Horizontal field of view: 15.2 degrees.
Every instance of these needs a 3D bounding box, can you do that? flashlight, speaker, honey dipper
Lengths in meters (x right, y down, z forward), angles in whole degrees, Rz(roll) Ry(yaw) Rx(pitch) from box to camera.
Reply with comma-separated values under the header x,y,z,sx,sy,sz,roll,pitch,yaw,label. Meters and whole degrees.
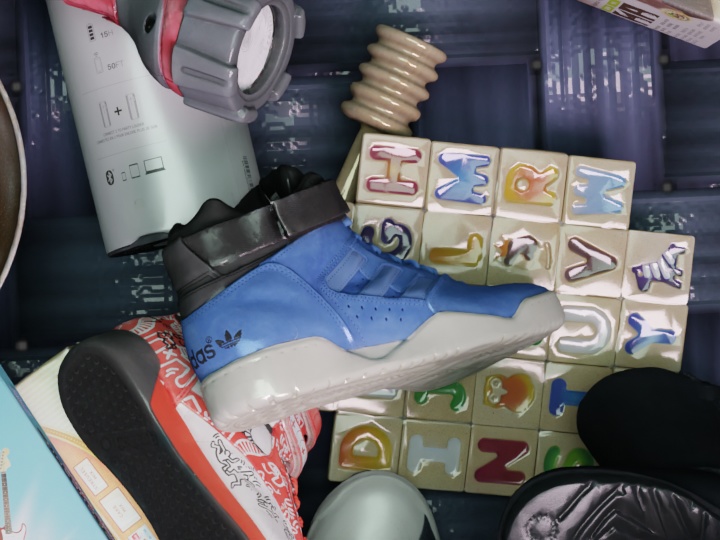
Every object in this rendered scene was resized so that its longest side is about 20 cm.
x,y,z,sx,sy,sz,roll,pitch,yaw,label
-0.125,-0.124,1.197,0.200,0.068,0.068,19,102,21,flashlight
-0.104,-0.112,1.268,0.081,0.081,0.201,-14,88,-3,speaker
-0.017,-0.020,1.293,0.038,0.038,0.200,25,91,-1,honey dipper

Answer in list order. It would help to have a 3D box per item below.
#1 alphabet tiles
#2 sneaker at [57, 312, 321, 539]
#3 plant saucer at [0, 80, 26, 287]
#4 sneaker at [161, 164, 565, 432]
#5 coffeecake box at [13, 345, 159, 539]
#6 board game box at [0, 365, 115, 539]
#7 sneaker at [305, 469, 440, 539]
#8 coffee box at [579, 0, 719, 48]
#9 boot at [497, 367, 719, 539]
x,y,z,sx,sy,sz,roll,pitch,yaw,label
0.057,0.024,1.287,0.199,0.006,0.167,6,96,-8,alphabet tiles
-0.044,0.104,1.211,0.067,0.108,0.202,-41,77,39,sneaker
-0.251,-0.038,1.235,0.200,0.032,0.201,0,87,-2,plant saucer
0.001,0.000,1.219,0.200,0.077,0.111,-12,75,-35,sneaker
-0.168,0.155,1.257,0.200,0.073,0.154,-38,91,-3,coffeecake box
-0.183,0.144,1.196,0.151,0.047,0.200,-34,92,-3,board game box
-0.004,0.194,1.230,0.079,0.130,0.200,18,90,-3,sneaker
0.096,-0.195,1.279,0.200,0.080,0.113,20,88,-1,coffee box
0.126,0.101,1.203,0.200,0.168,0.077,15,109,-24,boot
